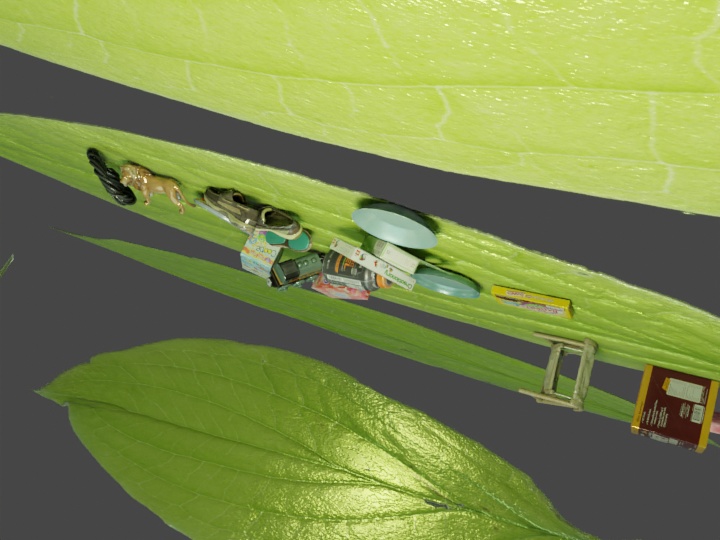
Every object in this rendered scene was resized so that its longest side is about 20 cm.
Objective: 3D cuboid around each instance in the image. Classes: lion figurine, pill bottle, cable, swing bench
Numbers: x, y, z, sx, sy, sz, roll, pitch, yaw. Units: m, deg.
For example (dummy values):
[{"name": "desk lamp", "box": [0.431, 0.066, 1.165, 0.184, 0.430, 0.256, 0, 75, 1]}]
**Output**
[{"name": "lion figurine", "box": [-0.554, -0.231, 1.690, 0.199, 0.073, 0.123, 8, 138, 3]}, {"name": "pill bottle", "box": [0.000, 0.000, 1.733, 0.199, 0.107, 0.106, 10, 164, 32]}, {"name": "cable", "box": [-0.682, -0.253, 1.688, 0.200, 0.051, 0.164, 46, 167, 48]}, {"name": "swing bench", "box": [0.618, 0.310, 1.879, 0.129, 0.200, 0.199, 30, 164, -37]}]

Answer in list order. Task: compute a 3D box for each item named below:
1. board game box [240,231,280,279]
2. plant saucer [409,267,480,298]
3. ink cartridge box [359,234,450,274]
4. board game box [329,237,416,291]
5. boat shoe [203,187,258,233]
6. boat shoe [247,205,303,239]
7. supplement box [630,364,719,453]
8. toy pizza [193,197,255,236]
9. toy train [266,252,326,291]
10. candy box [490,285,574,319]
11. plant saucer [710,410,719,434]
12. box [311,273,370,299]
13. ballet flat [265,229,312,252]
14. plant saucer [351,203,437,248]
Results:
[{"name": "board game box", "box": [-0.310, -0.052, 1.952, 0.104, 0.103, 0.200, 25, 166, -4]}, {"name": "plant saucer", "box": [0.232, 0.032, 1.684, 0.199, 0.028, 0.200, 17, 170, 3]}, {"name": "ink cartridge box", "box": [0.112, -0.022, 1.548, 0.199, 0.048, 0.145, 28, 180, -23]}, {"name": "board game box", "box": [0.031, -0.017, 1.545, 0.199, 0.035, 0.126, 28, -179, -30]}, {"name": "boat shoe", "box": [-0.329, -0.171, 1.606, 0.200, 0.074, 0.074, 36, -172, 28]}, {"name": "boat shoe", "box": [-0.245, -0.141, 1.625, 0.199, 0.073, 0.065, 14, 152, 17]}, {"name": "supplement box", "box": [0.933, 0.412, 1.839, 0.199, 0.198, 0.133, 13, 165, 28]}, {"name": "toy pizza", "box": [-0.380, -0.158, 1.742, 0.200, 0.032, 0.200, 30, 177, 2]}, {"name": "toy train", "box": [-0.189, 0.000, 1.879, 0.199, 0.086, 0.114, -19, 168, -34]}, {"name": "candy box", "box": [0.447, 0.083, 1.603, 0.199, 0.027, 0.102, 12, 168, 29]}, {"name": "plant saucer", "box": [1.244, 0.534, 2.195, 0.199, 0.051, 0.201, 19, 167, 4]}, {"name": "box", "box": [-0.053, 0.028, 1.921, 0.094, 0.103, 0.200, 28, 163, -32]}, {"name": "ballet flat", "box": [-0.188, -0.091, 1.761, 0.199, 0.068, 0.067, 14, -174, 43]}, {"name": "plant saucer", "box": [0.080, -0.106, 1.358, 0.200, 0.039, 0.201, 19, 167, 5]}]
